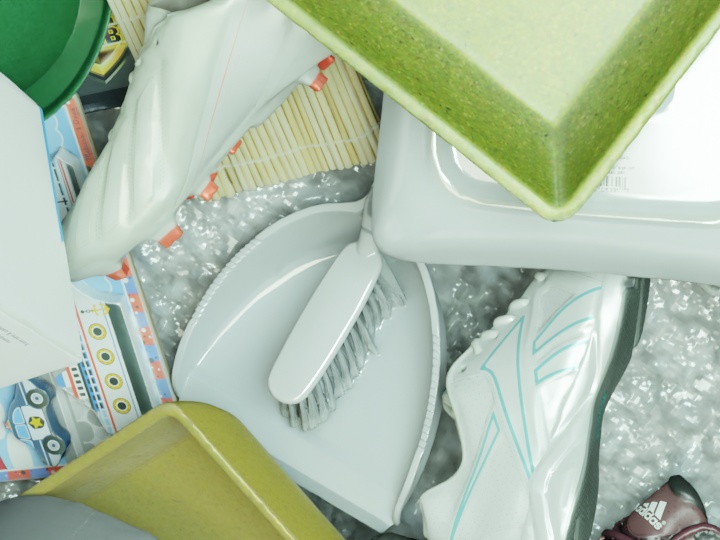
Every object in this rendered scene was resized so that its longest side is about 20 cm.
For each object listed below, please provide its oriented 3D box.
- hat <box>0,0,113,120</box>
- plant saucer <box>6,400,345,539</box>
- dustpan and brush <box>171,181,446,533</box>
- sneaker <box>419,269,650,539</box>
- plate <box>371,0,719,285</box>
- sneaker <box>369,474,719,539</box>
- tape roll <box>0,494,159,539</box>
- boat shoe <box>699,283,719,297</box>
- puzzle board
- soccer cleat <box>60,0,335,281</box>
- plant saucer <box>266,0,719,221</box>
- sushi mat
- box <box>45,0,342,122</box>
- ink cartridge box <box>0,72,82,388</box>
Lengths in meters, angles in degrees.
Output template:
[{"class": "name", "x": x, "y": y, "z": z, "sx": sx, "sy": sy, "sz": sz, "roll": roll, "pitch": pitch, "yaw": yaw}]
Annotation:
[{"class": "hat", "x": -0.222, "y": -0.113, "z": 1.181, "sx": 0.199, "sy": 0.176, "sz": 0.167, "roll": -7, "pitch": 103, "yaw": 13}, {"class": "plant saucer", "x": -0.065, "y": 0.155, "z": 1.337, "sx": 0.200, "sy": 0.048, "sz": 0.200, "roll": 49, "pitch": 138, "yaw": -8}, {"class": "dustpan and brush", "x": 0.000, "y": 0.000, "z": 1.288, "sx": 0.139, "sy": 0.057, "sz": 0.201, "roll": 28, "pitch": 87, "yaw": 26}, {"class": "sneaker", "x": 0.080, "y": 0.040, "z": 1.255, "sx": 0.080, "sy": 0.070, "sz": 0.201, "roll": 13, "pitch": 75, "yaw": 17}, {"class": "plate", "x": 0.105, "y": -0.096, "z": 1.175, "sx": 0.198, "sy": 0.032, "sz": 0.201, "roll": 5, "pitch": 96, "yaw": 9}, {"class": "sneaker", "x": 0.100, "y": 0.134, "z": 1.304, "sx": 0.199, "sy": 0.076, "sz": 0.116, "roll": 26, "pitch": 104, "yaw": -31}, {"class": "tape roll", "x": -0.132, "y": 0.207, "z": 1.346, "sx": 0.199, "sy": 0.066, "sz": 0.201, "roll": 20, "pitch": 133, "yaw": 23}, {"class": "boat shoe", "x": 0.154, "y": -0.033, "z": 1.215, "sx": 0.199, "sy": 0.093, "sz": 0.075, "roll": 13, "pitch": 152, "yaw": -6}, {"class": "puzzle board", "x": -0.175, "y": 0.015, "z": 1.331, "sx": 0.150, "sy": 0.017, "sz": 0.201, "roll": -6, "pitch": 118, "yaw": 19}, {"class": "soccer cleat", "x": -0.077, "y": -0.076, "z": 1.218, "sx": 0.078, "sy": 0.069, "sz": 0.200, "roll": 41, "pitch": 113, "yaw": -13}, {"class": "plant saucer", "x": 0.065, "y": -0.157, "z": 1.132, "sx": 0.199, "sy": 0.048, "sz": 0.200, "roll": 38, "pitch": 100, "yaw": 1}, {"class": "sushi mat", "x": -0.064, "y": -0.123, "z": 1.230, "sx": 0.095, "sy": 0.012, "sz": 0.201, "roll": -14, "pitch": 120, "yaw": 16}, {"class": "box", "x": -0.078, "y": -0.163, "z": 1.261, "sx": 0.199, "sy": 0.046, "sz": 0.160, "roll": -10, "pitch": 108, "yaw": 14}, {"class": "ink cartridge box", "x": -0.241, "y": -0.006, "z": 1.192, "sx": 0.199, "sy": 0.125, "sz": 0.129, "roll": -17, "pitch": 68, "yaw": 14}]
